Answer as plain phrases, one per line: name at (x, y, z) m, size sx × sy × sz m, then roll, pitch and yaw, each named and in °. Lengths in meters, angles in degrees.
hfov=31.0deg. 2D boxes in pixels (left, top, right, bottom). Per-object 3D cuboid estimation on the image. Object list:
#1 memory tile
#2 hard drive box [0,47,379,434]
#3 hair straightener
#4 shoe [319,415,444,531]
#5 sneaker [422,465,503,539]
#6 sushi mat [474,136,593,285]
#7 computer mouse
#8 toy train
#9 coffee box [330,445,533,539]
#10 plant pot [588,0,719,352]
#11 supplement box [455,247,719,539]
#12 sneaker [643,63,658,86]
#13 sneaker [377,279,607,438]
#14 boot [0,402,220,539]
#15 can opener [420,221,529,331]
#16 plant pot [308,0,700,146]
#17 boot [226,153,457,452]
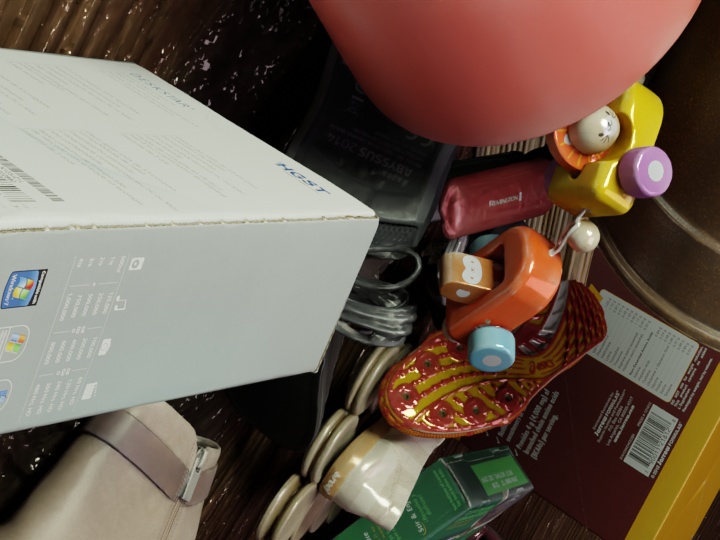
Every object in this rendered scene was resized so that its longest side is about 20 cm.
memory tile at (-0.006, 0.114, 0.880) m, size 0.154 × 0.017 × 0.200 m, roll -59°, pitch 168°, yaw 2°
hard drive box at (-0.114, -0.021, 0.482) m, size 0.199 × 0.155 × 0.077 m, roll -5°, pitch 123°, yaw -55°
hair straightener at (0.102, -0.065, 0.779) m, size 0.199 × 0.077 × 0.041 m, roll -21°, pitch 116°, yaw -32°
shoe at (0.038, 0.112, 0.881) m, size 0.200 × 0.053 × 0.070 m, roll -40°, pitch 158°, yaw -56°
sneaker at (0.077, 0.262, 1.102) m, size 0.076 × 0.115 × 0.201 m, roll -42°, pitch 147°, yaw -27°
sushi mat at (0.121, -0.063, 0.882) m, size 0.012 × 0.095 × 0.201 m, roll -52°, pitch 155°, yaw -44°
computer mouse at (-0.001, -0.063, 0.685) m, size 0.201 × 0.138 × 0.053 m, roll -60°, pitch 176°, yaw -23°
toy train at (0.079, -0.061, 0.635) m, size 0.055 × 0.150 × 0.201 m, roll 27°, pitch 51°, yaw -26°
coffee box at (0.023, 0.204, 0.956) m, size 0.200 × 0.044 × 0.123 m, roll -40°, pitch 160°, yaw 21°
plant pot at (0.230, -0.089, 0.624) m, size 0.200 × 0.200 × 0.199 m, roll -35°, pitch 150°, yaw -35°
supplement box at (0.209, 0.094, 1.059) m, size 0.132 × 0.199 × 0.199 m, roll 4°, pitch 115°, yaw -59°
sneaker at (0.198, -0.140, 0.769) m, size 0.201 × 0.074 × 0.118 m, roll -50°, pitch 137°, yaw 2°
sneaker at (0.086, 0.069, 0.861) m, size 0.199 × 0.073 × 0.077 m, roll -18°, pitch 165°, yaw -40°
boot at (-0.151, 0.124, 0.671) m, size 0.147 × 0.070 × 0.200 m, roll -60°, pitch 153°, yaw -9°
can opener at (0.073, 0.008, 0.861) m, size 0.200 × 0.066 × 0.053 m, roll 83°, pitch 31°, yaw -76°
plant pot at (0.036, -0.182, 0.551) m, size 0.201 × 0.200 × 0.177 m, roll -56°, pitch 141°, yaw -3°
boot at (0.000, 0.000, 0.783) m, size 0.174 × 0.069 × 0.201 m, roll -43°, pitch 156°, yaw -41°
